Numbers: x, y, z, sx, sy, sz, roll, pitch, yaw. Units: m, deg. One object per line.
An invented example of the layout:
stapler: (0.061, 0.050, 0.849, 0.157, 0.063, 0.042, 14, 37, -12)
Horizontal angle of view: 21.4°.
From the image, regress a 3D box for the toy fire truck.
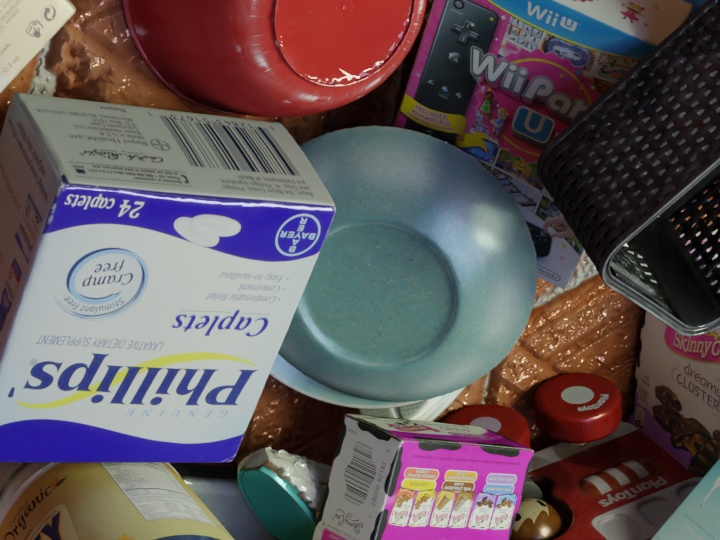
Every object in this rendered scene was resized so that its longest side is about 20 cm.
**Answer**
toy fire truck: (0.152, 0.172, 1.388, 0.199, 0.168, 0.113, -17, 120, -24)

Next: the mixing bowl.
mixing bowl: (-0.034, -0.174, 1.151, 0.199, 0.108, 0.201, -13, 117, -26)

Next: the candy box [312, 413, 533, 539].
candy box: (0.029, 0.203, 1.277, 0.136, 0.061, 0.201, 10, 97, -44)

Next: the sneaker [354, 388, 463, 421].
sneaker: (0.067, 0.034, 1.345, 0.201, 0.070, 0.080, -51, 157, -11)

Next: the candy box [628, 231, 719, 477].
candy box: (0.282, 0.091, 1.429, 0.071, 0.168, 0.201, -9, 117, -27)

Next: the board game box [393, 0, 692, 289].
board game box: (0.103, -0.105, 1.199, 0.064, 0.147, 0.201, -56, 168, -48)

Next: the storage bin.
storage bin: (0.221, -0.071, 1.115, 0.200, 0.094, 0.135, -41, 140, 18)

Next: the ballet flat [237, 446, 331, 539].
ballet flat: (-0.024, 0.176, 1.318, 0.072, 0.072, 0.201, -37, 128, -11)

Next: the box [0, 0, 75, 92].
box: (-0.256, -0.189, 1.018, 0.078, 0.095, 0.200, -47, 129, -5)

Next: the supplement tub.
supplement tub: (-0.152, 0.195, 1.194, 0.144, 0.200, 0.145, -13, 118, -26)

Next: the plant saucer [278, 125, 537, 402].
plant saucer: (0.012, 0.007, 1.217, 0.199, 0.039, 0.202, 5, 118, 9)

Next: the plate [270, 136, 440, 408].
plate: (0.000, 0.000, 1.252, 0.199, 0.026, 0.201, 4, 119, 8)

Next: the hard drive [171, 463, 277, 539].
hard drive: (-0.065, 0.210, 1.360, 0.199, 0.033, 0.140, 8, 108, -33)

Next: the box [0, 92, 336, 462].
box: (-0.140, 0.010, 1.151, 0.183, 0.105, 0.201, 4, 124, -32)

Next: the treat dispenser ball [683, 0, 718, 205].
treat dispenser ball: (0.240, -0.144, 1.271, 0.200, 0.201, 0.202, -13, 119, -26)

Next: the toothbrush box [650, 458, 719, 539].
toothbrush box: (0.281, 0.215, 1.330, 0.200, 0.085, 0.146, -48, 129, 0)
